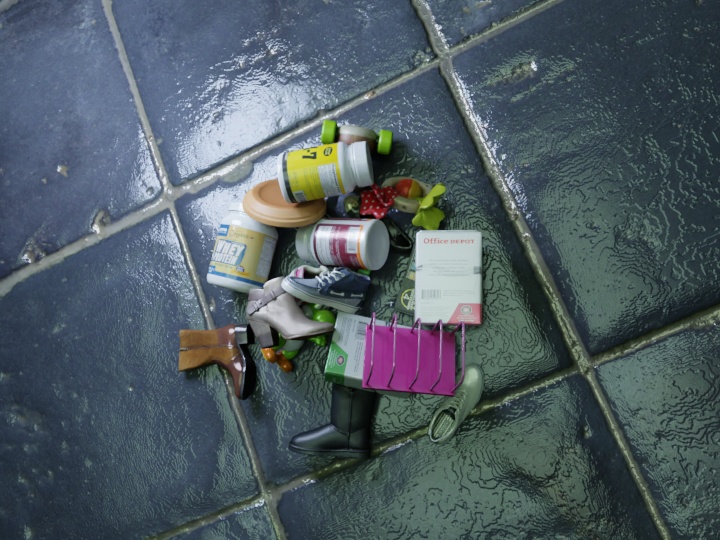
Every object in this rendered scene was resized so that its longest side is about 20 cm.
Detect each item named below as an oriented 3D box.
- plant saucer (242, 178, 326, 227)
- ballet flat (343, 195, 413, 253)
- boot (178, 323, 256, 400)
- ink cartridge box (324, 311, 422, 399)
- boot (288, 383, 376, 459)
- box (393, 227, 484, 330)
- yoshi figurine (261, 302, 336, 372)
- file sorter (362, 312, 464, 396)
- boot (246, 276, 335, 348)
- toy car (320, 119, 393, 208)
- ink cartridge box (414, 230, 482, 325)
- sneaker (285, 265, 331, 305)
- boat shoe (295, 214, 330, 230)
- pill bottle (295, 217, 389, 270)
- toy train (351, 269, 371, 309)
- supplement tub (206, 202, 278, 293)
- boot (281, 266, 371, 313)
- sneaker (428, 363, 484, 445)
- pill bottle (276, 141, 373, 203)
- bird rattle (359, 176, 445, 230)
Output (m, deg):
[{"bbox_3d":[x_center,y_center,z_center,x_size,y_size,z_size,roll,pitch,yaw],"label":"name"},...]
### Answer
[{"bbox_3d":[-0.177,-0.165,1.442,0.198,0.200,0.038,16,124,15],"label":"plant saucer"},{"bbox_3d":[0.045,-0.114,1.446,0.199,0.057,0.067,36,78,-3],"label":"ballet flat"},{"bbox_3d":[-0.362,0.229,1.512,0.197,0.068,0.191,-8,80,13],"label":"boot"},{"bbox_3d":[0.030,0.191,1.377,0.197,0.083,0.148,13,65,2],"label":"ink cartridge box"},{"bbox_3d":[-0.064,0.338,1.419,0.197,0.076,0.171,2,86,7],"label":"boot"},{"bbox_3d":[0.181,0.022,1.423,0.159,0.049,0.202,18,86,11],"label":"box"},{"bbox_3d":[-0.133,0.151,1.456,0.112,0.112,0.200,41,90,-1],"label":"yoshi figurine"},{"bbox_3d":[0.111,0.170,1.279,0.197,0.126,0.141,6,65,-3],"label":"file sorter"},{"bbox_3d":[-0.163,0.087,1.374,0.198,0.070,0.148,-13,76,9],"label":"boot"},{"bbox_3d":[-0.020,-0.241,1.467,0.162,0.158,0.203,9,100,-2],"label":"toy car"},{"bbox_3d":[0.196,0.019,1.353,0.145,0.083,0.203,0,83,11],"label":"ink cartridge box"},{"bbox_3d":[-0.146,0.032,1.441,0.198,0.089,0.082,-13,38,6],"label":"sneaker"},{"bbox_3d":[-0.157,-0.144,1.521,0.199,0.060,0.074,30,84,15],"label":"boat shoe"},{"bbox_3d":[-0.044,-0.063,1.417,0.198,0.114,0.116,5,83,32],"label":"pill bottle"},{"bbox_3d":[0.000,0.000,1.476,0.056,0.042,0.203,13,85,4],"label":"toy train"},{"bbox_3d":[-0.281,-0.050,1.493,0.143,0.145,0.203,12,85,15],"label":"supplement tub"},{"bbox_3d":[-0.074,0.026,1.365,0.091,0.198,0.073,-63,35,14],"label":"boot"},{"bbox_3d":[0.214,0.300,1.363,0.072,0.071,0.202,26,89,15],"label":"sneaker"},{"bbox_3d":[-0.075,-0.219,1.359,0.197,0.114,0.116,-9,80,8],"label":"pill bottle"},{"bbox_3d":[0.100,-0.164,1.425,0.197,0.164,0.114,7,123,8],"label":"bird rattle"}]
